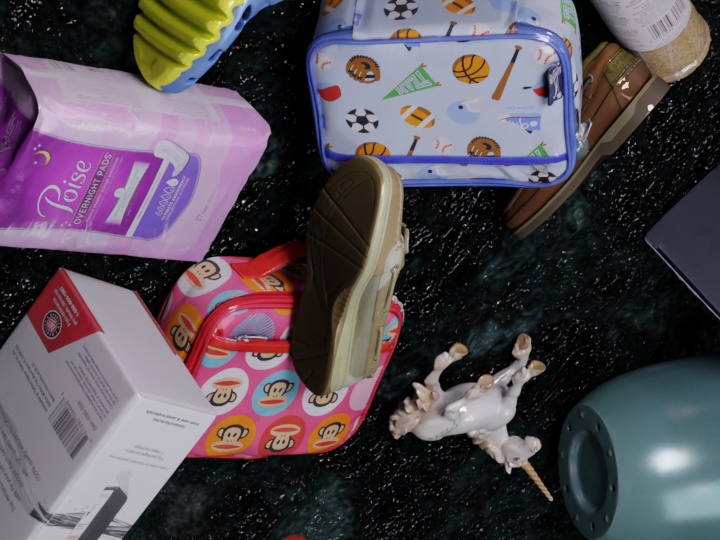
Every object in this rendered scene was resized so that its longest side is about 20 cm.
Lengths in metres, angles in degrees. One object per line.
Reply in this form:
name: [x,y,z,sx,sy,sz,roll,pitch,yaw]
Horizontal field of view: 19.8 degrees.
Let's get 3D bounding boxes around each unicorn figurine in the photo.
unicorn figurine: [0.107,0.122,1.806,0.199,0.074,0.138,9,133,-26]

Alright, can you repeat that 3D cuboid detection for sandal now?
sandal: [-0.070,-0.195,1.347,0.200,0.080,0.087,-49,144,15]

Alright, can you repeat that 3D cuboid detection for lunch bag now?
lunch bag: [-0.067,0.057,1.596,0.199,0.082,0.177,2,122,-40]
lunch bag: [0.065,-0.124,1.450,0.198,0.076,0.161,2,135,9]

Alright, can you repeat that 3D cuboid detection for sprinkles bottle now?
sprinkles bottle: [0.200,-0.217,1.539,0.068,0.068,0.200,-41,141,4]

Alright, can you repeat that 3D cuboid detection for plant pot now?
plant pot: [0.278,0.178,1.895,0.160,0.201,0.202,-3,131,-21]

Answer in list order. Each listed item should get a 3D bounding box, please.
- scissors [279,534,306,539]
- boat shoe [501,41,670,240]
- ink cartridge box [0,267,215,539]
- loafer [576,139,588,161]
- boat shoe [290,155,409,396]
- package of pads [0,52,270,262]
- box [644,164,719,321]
scissors: [-0.127,0.304,1.841,0.199,0.014,0.073,-32,143,-6]
boat shoe: [0.164,-0.105,1.625,0.200,0.068,0.072,-50,178,40]
ink cartridge box: [-0.216,0.124,1.487,0.083,0.144,0.200,21,114,-47]
loafer: [0.106,-0.144,1.506,0.063,0.072,0.201,-37,125,-9]
boat shoe: [0.001,0.002,1.501,0.063,0.073,0.202,-12,128,-34]
package of pads: [-0.169,-0.073,1.386,0.199,0.076,0.121,6,124,-41]
box: [0.366,0.018,1.835,0.104,0.148,0.200,-43,142,6]
